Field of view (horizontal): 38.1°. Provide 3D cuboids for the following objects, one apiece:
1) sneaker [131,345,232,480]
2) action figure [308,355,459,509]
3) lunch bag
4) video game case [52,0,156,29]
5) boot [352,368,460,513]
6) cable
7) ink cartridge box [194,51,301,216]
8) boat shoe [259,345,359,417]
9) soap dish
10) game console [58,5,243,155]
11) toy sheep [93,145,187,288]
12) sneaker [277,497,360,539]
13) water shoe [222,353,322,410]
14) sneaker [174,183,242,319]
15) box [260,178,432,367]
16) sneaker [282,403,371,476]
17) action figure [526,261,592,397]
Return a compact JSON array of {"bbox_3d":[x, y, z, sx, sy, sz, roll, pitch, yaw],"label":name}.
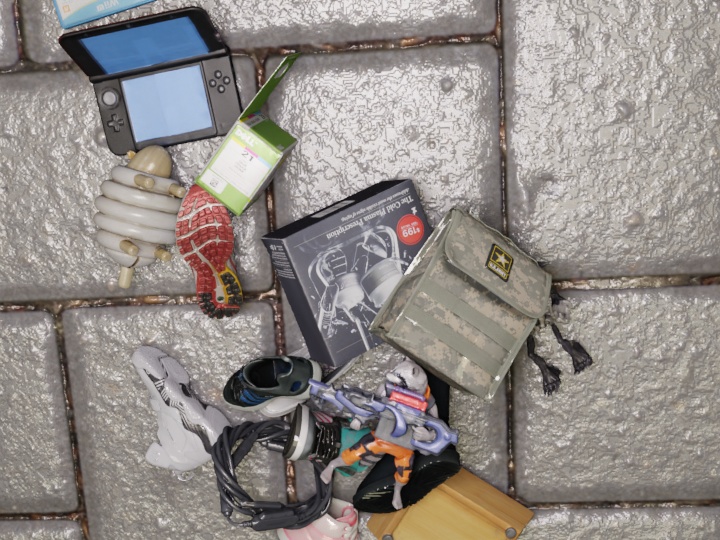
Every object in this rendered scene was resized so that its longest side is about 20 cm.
[{"bbox_3d":[-0.283,0.212,1.514,0.115,0.075,0.200,-42,91,17],"label":"sneaker"},{"bbox_3d":[0.018,0.191,1.330,0.199,0.105,0.194,27,110,-1],"label":"action figure"},{"bbox_3d":[0.136,0.038,1.318,0.163,0.118,0.201,34,82,-12],"label":"lunch bag"},{"bbox_3d":[-0.366,-0.442,1.396,0.142,0.018,0.202,-15,102,8],"label":"video game case"},{"bbox_3d":[0.061,0.231,1.460,0.076,0.169,0.200,23,134,-30],"label":"boot"},{"bbox_3d":[-0.123,0.289,1.485,0.051,0.199,0.164,-51,53,40],"label":"cable"},{"bbox_3d":[-0.119,-0.183,1.369,0.076,0.148,0.200,37,104,-4],"label":"ink cartridge box"},{"bbox_3d":[-0.070,0.148,1.484,0.199,0.069,0.072,-32,99,11],"label":"boat shoe"},{"bbox_3d":[0.129,0.369,1.514,0.199,0.081,0.158,32,104,-2],"label":"soap dish"},{"bbox_3d":[-0.273,-0.246,1.383,0.198,0.119,0.174,-10,102,8],"label":"game console"},{"bbox_3d":[-0.301,-0.073,1.420,0.137,0.138,0.202,18,93,0],"label":"toy sheep"},{"bbox_3d":[-0.020,0.415,1.540,0.200,0.075,0.105,44,108,-2],"label":"sneaker"},{"bbox_3d":[-0.140,0.145,1.449,0.199,0.072,0.079,-17,146,42],"label":"water shoe"},{"bbox_3d":[-0.210,-0.032,1.422,0.077,0.082,0.201,-9,127,-8],"label":"sneaker"},{"bbox_3d":[0.000,0.000,1.386,0.199,0.104,0.183,-26,102,-18],"label":"box"},{"bbox_3d":[-0.040,0.235,1.418,0.120,0.200,0.084,17,88,0],"label":"sneaker"},{"bbox_3d":[0.238,0.067,1.424,0.118,0.102,0.201,-33,102,13],"label":"action figure"}]
